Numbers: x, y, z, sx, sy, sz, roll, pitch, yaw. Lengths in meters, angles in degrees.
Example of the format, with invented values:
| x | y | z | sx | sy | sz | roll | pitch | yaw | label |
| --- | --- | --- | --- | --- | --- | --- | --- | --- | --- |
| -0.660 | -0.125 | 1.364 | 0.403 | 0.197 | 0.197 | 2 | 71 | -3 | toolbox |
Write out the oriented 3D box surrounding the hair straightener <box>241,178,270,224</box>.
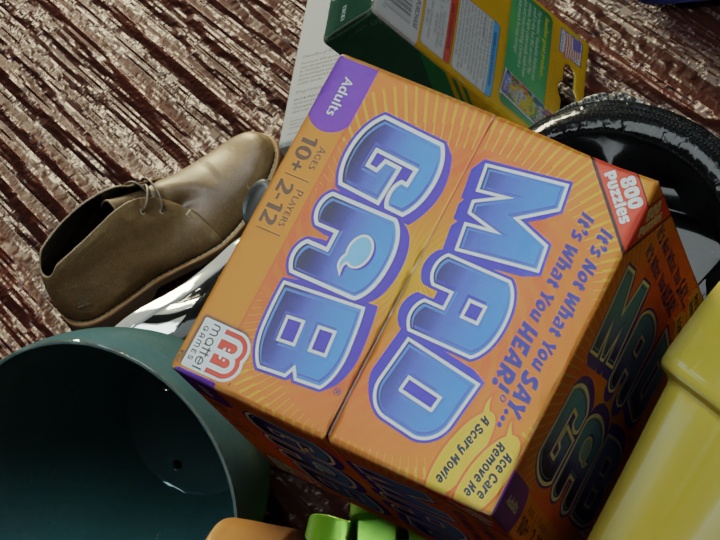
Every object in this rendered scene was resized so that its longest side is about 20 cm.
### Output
| x | y | z | sx | sy | sz | roll | pitch | yaw | label |
| --- | --- | --- | --- | --- | --- | --- | --- | --- | --- |
| 0.000 | 0.000 | 1.674 | 0.200 | 0.077 | 0.041 | 36 | 103 | 22 | hair straightener |

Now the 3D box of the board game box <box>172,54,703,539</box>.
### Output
| x | y | z | sx | sy | sz | roll | pitch | yaw | label |
| --- | --- | --- | --- | --- | --- | --- | --- | --- | --- |
| 0.051 | 0.035 | 1.431 | 0.200 | 0.200 | 0.200 | 24 | 78 | 22 | board game box |

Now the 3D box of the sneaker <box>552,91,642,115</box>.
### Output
| x | y | z | sx | sy | sz | roll | pitch | yaw | label |
| --- | --- | --- | --- | --- | --- | --- | --- | --- | --- |
| 0.104 | -0.050 | 1.679 | 0.200 | 0.080 | 0.074 | -15 | 56 | 14 | sneaker |

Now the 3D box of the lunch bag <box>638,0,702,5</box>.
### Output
| x | y | z | sx | sy | sz | roll | pitch | yaw | label |
| --- | --- | --- | --- | --- | --- | --- | --- | --- | --- |
| 0.263 | -0.279 | 1.728 | 0.200 | 0.170 | 0.128 | -6 | 49 | 22 | lunch bag |

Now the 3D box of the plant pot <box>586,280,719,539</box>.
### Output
| x | y | z | sx | sy | sz | roll | pitch | yaw | label |
| --- | --- | --- | --- | --- | --- | --- | --- | --- | --- |
| 0.219 | 0.135 | 1.379 | 0.189 | 0.201 | 0.201 | -51 | 45 | 1 | plant pot |

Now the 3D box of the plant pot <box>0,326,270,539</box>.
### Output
| x | y | z | sx | sy | sz | roll | pitch | yaw | label |
| --- | --- | --- | --- | --- | --- | --- | --- | --- | --- |
| -0.135 | 0.118 | 1.603 | 0.200 | 0.200 | 0.135 | -3 | 16 | 27 | plant pot |

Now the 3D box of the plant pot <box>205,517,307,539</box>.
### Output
| x | y | z | sx | sy | sz | roll | pitch | yaw | label |
| --- | --- | --- | --- | --- | --- | --- | --- | --- | --- |
| -0.018 | 0.244 | 1.416 | 0.140 | 0.200 | 0.200 | 5 | 53 | 12 | plant pot |

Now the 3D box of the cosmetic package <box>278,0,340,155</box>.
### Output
| x | y | z | sx | sy | sz | roll | pitch | yaw | label |
| --- | --- | --- | --- | --- | --- | --- | --- | --- | --- |
| 0.013 | -0.134 | 1.783 | 0.085 | 0.108 | 0.200 | -12 | 45 | 22 | cosmetic package |

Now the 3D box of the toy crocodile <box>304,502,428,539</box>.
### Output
| x | y | z | sx | sy | sz | roll | pitch | yaw | label |
| --- | --- | --- | --- | --- | --- | --- | --- | --- | --- |
| 0.054 | 0.166 | 1.531 | 0.200 | 0.062 | 0.068 | -7 | 67 | 20 | toy crocodile |

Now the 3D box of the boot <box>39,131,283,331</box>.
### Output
| x | y | z | sx | sy | sz | roll | pitch | yaw | label |
| --- | --- | --- | --- | --- | --- | --- | --- | --- | --- |
| -0.141 | -0.040 | 1.808 | 0.200 | 0.075 | 0.074 | -40 | 43 | -11 | boot |

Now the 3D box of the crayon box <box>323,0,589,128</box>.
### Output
| x | y | z | sx | sy | sz | roll | pitch | yaw | label |
| --- | --- | --- | --- | --- | --- | --- | --- | --- | --- |
| 0.068 | -0.154 | 1.726 | 0.052 | 0.200 | 0.126 | -29 | 38 | 37 | crayon box |

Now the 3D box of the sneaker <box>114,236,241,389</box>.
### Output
| x | y | z | sx | sy | sz | roll | pitch | yaw | label |
| --- | --- | --- | --- | --- | --- | --- | --- | --- | --- |
| -0.096 | 0.059 | 1.693 | 0.200 | 0.073 | 0.112 | -43 | 43 | -14 | sneaker |

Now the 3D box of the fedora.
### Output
| x | y | z | sx | sy | sz | roll | pitch | yaw | label |
| --- | --- | --- | --- | --- | --- | --- | --- | --- | --- |
| 0.165 | -0.006 | 1.580 | 0.200 | 0.092 | 0.201 | -7 | 70 | 18 | fedora |
